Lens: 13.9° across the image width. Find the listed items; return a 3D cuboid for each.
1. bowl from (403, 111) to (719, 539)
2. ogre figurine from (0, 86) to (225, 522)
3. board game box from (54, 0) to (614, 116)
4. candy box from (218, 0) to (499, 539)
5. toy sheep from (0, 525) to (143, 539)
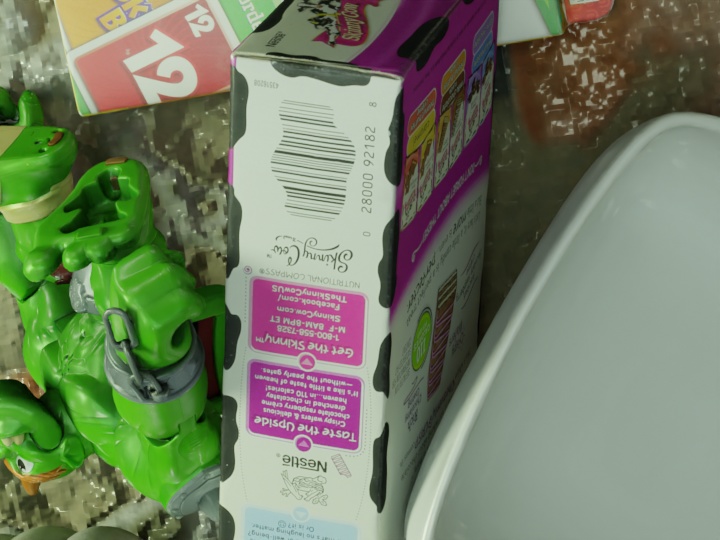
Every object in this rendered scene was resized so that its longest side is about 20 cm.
[{"bbox_3d":[0.119,0.062,1.022,0.200,0.075,0.200,30,86,-20],"label":"bowl"},{"bbox_3d":[-0.092,0.015,1.038,0.200,0.098,0.120,15,132,44],"label":"ogre figurine"},{"bbox_3d":[-0.014,-0.118,1.059,0.199,0.030,0.096,-10,103,9],"label":"board game box"},{"bbox_3d":[0.000,0.000,1.012,0.061,0.136,0.201,8,115,14],"label":"candy box"},{"bbox_3d":[-0.126,0.163,1.097,0.199,0.138,0.138,-18,101,18],"label":"toy sheep"}]
